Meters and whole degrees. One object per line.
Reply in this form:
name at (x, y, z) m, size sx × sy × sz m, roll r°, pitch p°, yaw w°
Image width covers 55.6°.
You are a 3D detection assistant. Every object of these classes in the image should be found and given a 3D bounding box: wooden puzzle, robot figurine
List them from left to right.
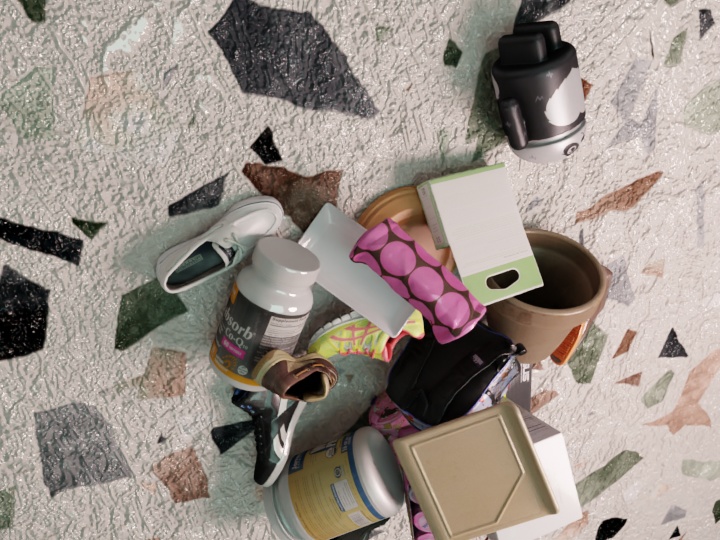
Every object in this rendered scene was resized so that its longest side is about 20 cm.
wooden puzzle at (0.169, 0.301, 1.010) m, size 0.199 × 0.037 × 0.186 m, roll -22°, pitch 98°, yaw 17°
robot figurine at (0.263, -0.255, 0.996) m, size 0.149 × 0.125 × 0.201 m, roll -20°, pitch 120°, yaw 2°

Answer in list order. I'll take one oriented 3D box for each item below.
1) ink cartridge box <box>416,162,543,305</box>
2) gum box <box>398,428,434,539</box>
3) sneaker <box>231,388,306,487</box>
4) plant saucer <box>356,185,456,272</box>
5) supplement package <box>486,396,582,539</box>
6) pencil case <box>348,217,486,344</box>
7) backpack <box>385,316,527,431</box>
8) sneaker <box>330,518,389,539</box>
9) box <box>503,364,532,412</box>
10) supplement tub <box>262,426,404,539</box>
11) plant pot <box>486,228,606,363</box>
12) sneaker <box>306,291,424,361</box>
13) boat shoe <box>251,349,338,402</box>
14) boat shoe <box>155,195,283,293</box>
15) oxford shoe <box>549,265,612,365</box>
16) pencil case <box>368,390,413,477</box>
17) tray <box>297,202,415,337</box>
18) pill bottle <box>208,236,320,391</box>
ink cartridge box at (0.182, -0.053, 1.037) m, size 0.145 × 0.048 × 0.202 m, roll -16°, pitch 88°, yaw -25°
gum box at (0.108, 0.375, 1.144) m, size 0.066 × 0.114 × 0.201 m, roll -8°, pitch 124°, yaw 0°
sneaker at (-0.162, 0.241, 1.087) m, size 0.111 × 0.073 × 0.201 m, roll 18°, pitch 96°, yaw -25°
plant saucer at (0.077, -0.032, 1.076) m, size 0.199 × 0.037 × 0.202 m, roll -10°, pitch 117°, yaw -19°
supplement package at (0.240, 0.332, 1.145) m, size 0.150 × 0.200 × 0.153 m, roll -18°, pitch 100°, yaw -12°
pencil case at (0.077, 0.018, 0.960) m, size 0.200 × 0.091 × 0.094 m, roll 44°, pitch 130°, yaw 3°
backpack at (0.141, 0.172, 1.097) m, size 0.191 × 0.199 × 0.155 m, roll -45°, pitch 138°, yaw -19°
sneaker at (-0.005, 0.441, 1.245) m, size 0.090 × 0.076 × 0.201 m, roll 27°, pitch 99°, yaw -23°
box at (0.237, 0.233, 1.262) m, size 0.159 × 0.044 × 0.202 m, roll -13°, pitch 118°, yaw -16°
supplement tub at (-0.044, 0.356, 1.119) m, size 0.199 × 0.145 × 0.145 m, roll -25°, pitch 123°, yaw 15°
plant pot at (0.284, 0.060, 1.132) m, size 0.199 × 0.201 × 0.176 m, roll -11°, pitch 134°, yaw -17°
sneaker at (0.009, 0.105, 1.050) m, size 0.199 × 0.091 × 0.078 m, roll -27°, pitch 166°, yaw 14°
boat shoe at (-0.076, 0.161, 0.975) m, size 0.072 × 0.072 × 0.200 m, roll -54°, pitch 154°, yaw 1°
boat shoe at (-0.188, -0.030, 0.947) m, size 0.199 × 0.065 × 0.074 m, roll -36°, pitch 121°, yaw -4°
oxford shoe at (0.408, 0.085, 1.252) m, size 0.072 × 0.071 × 0.201 m, roll 9°, pitch 110°, yaw -31°
pencil case at (0.084, 0.300, 1.209) m, size 0.086 × 0.083 × 0.201 m, roll -11°, pitch 127°, yaw 27°
tray at (0.000, 0.000, 1.011) m, size 0.199 × 0.022 × 0.108 m, roll 36°, pitch 84°, yaw 2°
pill bottle at (-0.135, 0.062, 0.972) m, size 0.116 × 0.117 × 0.201 m, roll 12°, pitch 115°, yaw -27°
